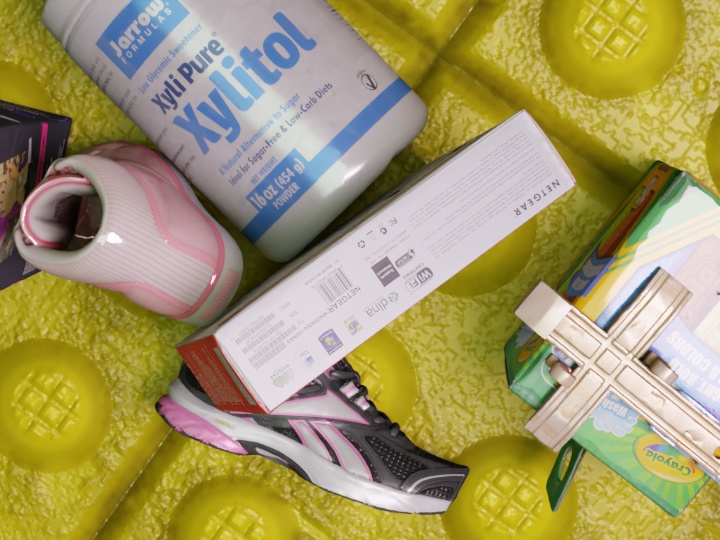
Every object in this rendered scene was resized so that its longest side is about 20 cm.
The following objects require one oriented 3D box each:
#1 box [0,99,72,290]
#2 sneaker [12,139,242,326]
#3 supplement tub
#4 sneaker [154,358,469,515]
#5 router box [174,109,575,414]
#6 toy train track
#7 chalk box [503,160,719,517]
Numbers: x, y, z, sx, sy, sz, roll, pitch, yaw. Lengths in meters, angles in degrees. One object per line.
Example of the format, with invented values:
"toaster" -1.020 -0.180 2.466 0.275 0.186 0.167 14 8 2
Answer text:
"box" -0.255 -0.048 0.803 0.122 0.200 0.106 14 98 2
"sneaker" -0.152 -0.039 0.794 0.105 0.200 0.075 24 98 -38
"supplement tub" -0.071 -0.116 0.817 0.200 0.132 0.132 45 98 -3
"sneaker" -0.022 0.087 0.871 0.200 0.080 0.086 21 88 -5
"router box" 0.000 0.000 0.774 0.200 0.179 0.049 -36 94 -13
"toy train track" 0.167 0.078 0.752 0.200 0.033 0.115 39 98 -3
"chalk box" 0.164 0.051 0.827 0.124 0.125 0.200 39 97 -2
